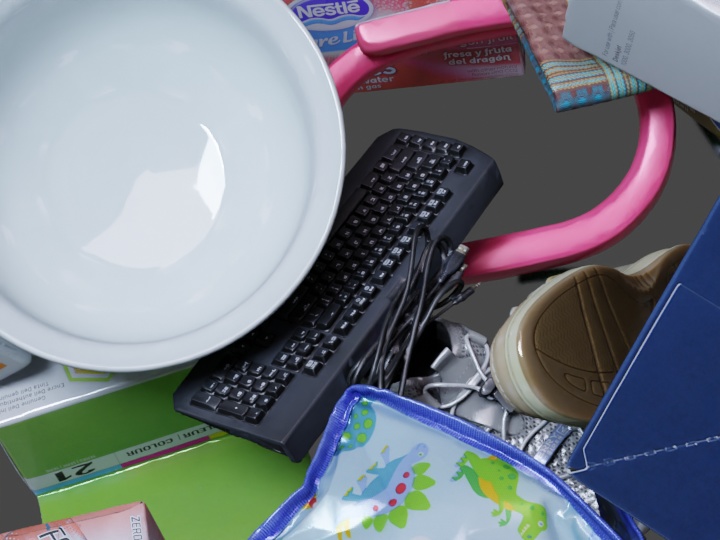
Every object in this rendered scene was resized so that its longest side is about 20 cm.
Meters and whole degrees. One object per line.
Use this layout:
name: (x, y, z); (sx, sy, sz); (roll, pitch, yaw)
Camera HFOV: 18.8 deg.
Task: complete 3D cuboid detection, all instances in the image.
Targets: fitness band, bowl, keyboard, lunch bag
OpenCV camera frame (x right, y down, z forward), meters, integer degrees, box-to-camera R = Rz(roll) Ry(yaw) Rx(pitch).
fitness band: (0.062, -0.067, 1.116); (0.199, 0.037, 0.144); (-11, 83, 7)
bowl: (-0.108, -0.049, 1.026); (0.200, 0.090, 0.202); (0, 83, -3)
keyboard: (0.000, 0.000, 1.020); (0.104, 0.040, 0.200); (17, 55, 28)
lunch bag: (0.069, 0.156, 0.914); (0.199, 0.170, 0.128); (25, 68, 26)

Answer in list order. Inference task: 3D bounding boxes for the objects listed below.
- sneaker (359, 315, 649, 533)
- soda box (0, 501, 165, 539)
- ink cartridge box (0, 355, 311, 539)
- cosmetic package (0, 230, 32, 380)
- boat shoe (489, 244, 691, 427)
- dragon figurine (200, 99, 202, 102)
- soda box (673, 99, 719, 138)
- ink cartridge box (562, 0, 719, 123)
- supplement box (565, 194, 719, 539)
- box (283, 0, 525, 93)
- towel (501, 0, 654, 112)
sneaker: (0.052, 0.070, 1.028); (0.199, 0.082, 0.075); (24, 64, 25)
soda box: (-0.093, 0.175, 0.917); (0.063, 0.200, 0.069); (-13, 56, 3)
ink cartridge box: (-0.103, 0.072, 1.066); (0.147, 0.076, 0.201); (-18, 53, 0)
cosmetic package: (-0.264, 0.037, 1.060); (0.200, 0.101, 0.072); (-27, 53, 30)
boat shoe: (0.103, 0.033, 0.996); (0.065, 0.200, 0.072); (-17, 92, 31)
dragon figurine: (-0.150, -0.084, 1.129); (0.199, 0.059, 0.100); (17, 99, 17)
soda box: (0.233, -0.081, 1.100); (0.064, 0.068, 0.200); (-39, 57, -15)
ink cartridge box: (0.215, -0.136, 1.021); (0.199, 0.085, 0.145); (29, 67, 12)
supplement box: (0.220, 0.063, 0.876); (0.200, 0.200, 0.135); (33, 105, 15)
box: (-0.012, -0.163, 1.193); (0.199, 0.096, 0.100); (-5, 56, 9)
towel: (0.167, -0.157, 1.099); (0.199, 0.022, 0.147); (-15, 53, -10)
